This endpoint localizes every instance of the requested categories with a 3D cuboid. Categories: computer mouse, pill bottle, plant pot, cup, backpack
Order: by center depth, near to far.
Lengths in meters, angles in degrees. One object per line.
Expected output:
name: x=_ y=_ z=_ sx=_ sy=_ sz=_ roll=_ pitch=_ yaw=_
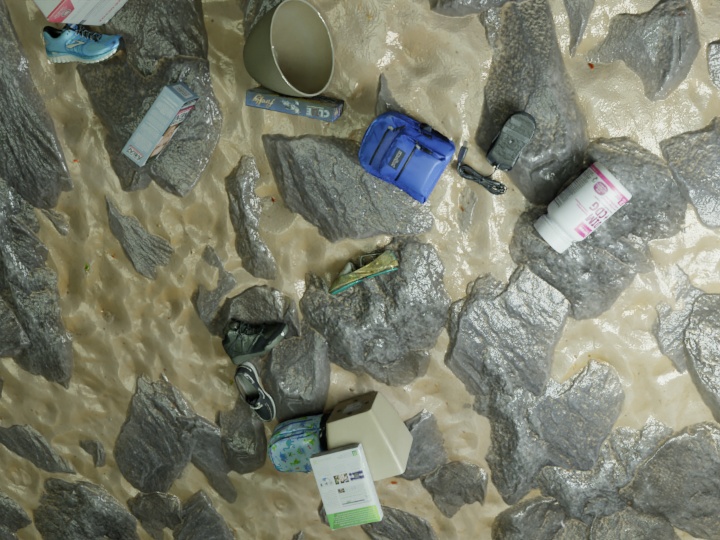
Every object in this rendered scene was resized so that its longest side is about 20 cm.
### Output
cup: x=-0.173 y=-0.476 z=1.349 sx=0.143 sy=0.200 sz=0.201 roll=2 pitch=115 yaw=38
backpack: x=0.098 y=-0.268 z=1.392 sx=0.199 sy=0.168 sz=0.163 roll=31 pitch=106 yaw=-1
pill bottle: x=0.505 y=-0.141 z=1.410 sx=0.113 sy=0.113 sz=0.200 roll=41 pitch=112 yaw=-9
computer mouse: x=0.308 y=-0.287 z=1.422 sx=0.140 sy=0.046 sz=0.201 roll=23 pitch=118 yaw=4
plant pot: x=0.011 y=0.451 z=1.687 sx=0.199 sy=0.200 sz=0.178 roll=-20 pitch=97 yaw=15
backpack: x=-0.167 y=0.498 z=1.760 sx=0.199 sy=0.154 sz=0.164 roll=0 pitch=119 yaw=22

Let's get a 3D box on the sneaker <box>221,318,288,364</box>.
sneaker: x=-0.297 y=0.173 z=1.671 sx=0.199 sy=0.076 sz=0.115 roll=-24 pitch=113 yaw=22

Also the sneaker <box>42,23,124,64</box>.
sneaker: x=-0.649 y=-0.534 z=1.426 sx=0.199 sy=0.079 sz=0.090 roll=0 pitch=129 yaw=7

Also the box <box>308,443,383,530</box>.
box: x=-0.038 y=0.563 z=1.599 sx=0.143 sy=0.036 sz=0.201 roll=-17 pitch=90 yaw=15

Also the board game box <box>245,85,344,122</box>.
board game box: x=-0.145 y=-0.381 z=1.395 sx=0.199 sy=0.136 sz=0.035 roll=12 pitch=113 yaw=4

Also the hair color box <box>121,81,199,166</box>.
hair color box: x=-0.479 y=-0.351 z=1.474 sx=0.061 sy=0.099 sz=0.200 roll=40 pitch=112 yaw=-10

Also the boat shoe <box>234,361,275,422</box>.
boat shoe: x=-0.303 y=0.358 z=1.754 sx=0.073 sy=0.060 sz=0.201 roll=-14 pitch=109 yaw=12

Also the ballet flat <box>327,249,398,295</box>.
ballet flat: x=0.000 y=0.000 z=1.571 sx=0.199 sy=0.071 sz=0.071 roll=-22 pitch=107 yaw=17

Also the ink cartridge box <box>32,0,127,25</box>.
ink cartridge box: x=-0.595 y=-0.612 z=1.331 sx=0.145 sy=0.200 sz=0.085 roll=-34 pitch=98 yaw=19
